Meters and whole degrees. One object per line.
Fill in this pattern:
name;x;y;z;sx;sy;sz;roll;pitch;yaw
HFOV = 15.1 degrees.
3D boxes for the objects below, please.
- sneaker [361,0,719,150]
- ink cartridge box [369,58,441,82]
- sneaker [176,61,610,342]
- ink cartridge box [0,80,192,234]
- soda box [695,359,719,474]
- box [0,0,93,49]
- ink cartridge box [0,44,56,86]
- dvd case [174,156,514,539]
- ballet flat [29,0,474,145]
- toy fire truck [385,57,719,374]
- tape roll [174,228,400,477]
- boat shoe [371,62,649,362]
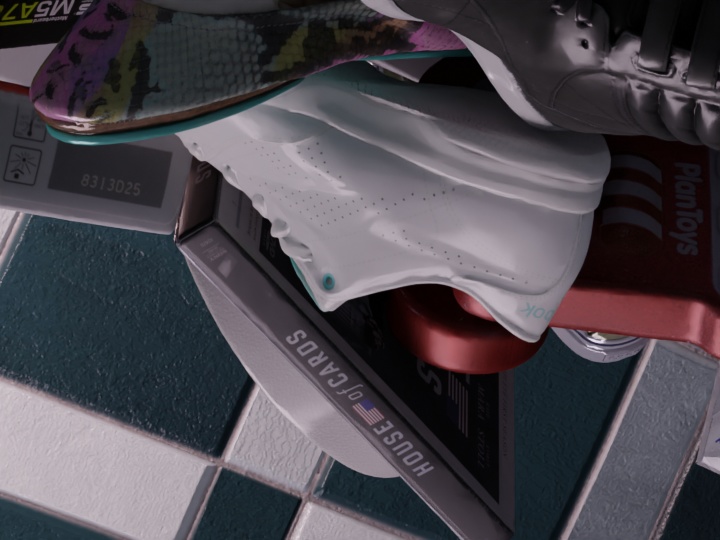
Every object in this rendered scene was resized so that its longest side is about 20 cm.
sneaker;0.065;-0.095;0.825;0.099;0.071;0.200;7;164;33
ink cartridge box;-0.030;-0.143;1.182;0.199;0.067;0.115;26;-178;44
sneaker;-0.016;-0.032;0.952;0.199;0.089;0.075;20;-158;17
ink cartridge box;-0.180;-0.062;1.026;0.161;0.051;0.200;9;-172;-37
soda box;0.221;0.027;1.198;0.068;0.064;0.200;24;-143;22
box;-0.218;-0.168;1.137;0.199;0.048;0.193;-13;-128;-47
ink cartridge box;-0.133;-0.152;1.338;0.199;0.147;0.147;24;-179;-30
dvd case;0.000;0.000;1.096;0.200;0.025;0.151;47;-151;-31
ballet flat;-0.019;-0.095;0.889;0.199;0.072;0.069;-14;-147;-30
toy fire truck;0.101;-0.041;1.072;0.167;0.113;0.201;8;-142;1
tape roll;-0.012;-0.010;1.160;0.203;0.037;0.204;45;-151;-33
boat shoe;0.075;-0.048;1.256;0.200;0.072;0.062;50;160;24
